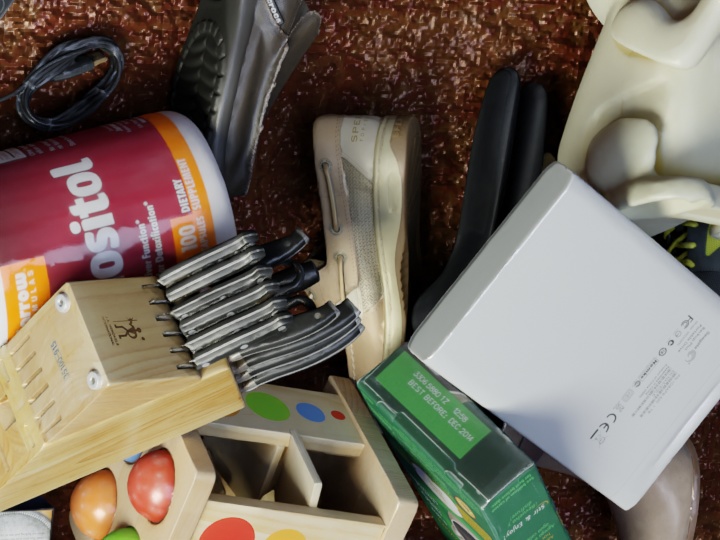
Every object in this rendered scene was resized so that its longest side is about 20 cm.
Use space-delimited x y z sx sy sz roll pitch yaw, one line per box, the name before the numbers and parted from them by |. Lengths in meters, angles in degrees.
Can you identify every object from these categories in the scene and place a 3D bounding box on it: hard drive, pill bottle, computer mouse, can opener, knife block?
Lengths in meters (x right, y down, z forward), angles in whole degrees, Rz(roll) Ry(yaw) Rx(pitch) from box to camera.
hard drive | 0.131 0.040 1.701 0.132 0.027 0.200 -51 131 2
pill bottle | -0.177 -0.011 1.630 0.199 0.113 0.113 -16 111 -21
computer mouse | -0.220 -0.089 1.638 0.200 0.034 0.059 -16 94 -27
can opener | 0.081 -0.021 1.761 0.063 0.078 0.201 39 55 -50
knife block | -0.103 0.052 1.613 0.175 0.064 0.200 -2 150 -43

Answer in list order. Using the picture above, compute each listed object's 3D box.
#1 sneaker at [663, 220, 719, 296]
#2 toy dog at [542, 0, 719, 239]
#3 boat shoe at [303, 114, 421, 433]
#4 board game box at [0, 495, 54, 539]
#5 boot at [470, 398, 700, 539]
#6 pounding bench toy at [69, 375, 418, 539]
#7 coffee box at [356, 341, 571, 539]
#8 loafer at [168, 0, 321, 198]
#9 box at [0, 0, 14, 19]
sneaker | 0.208 -0.016 1.831 0.085 0.074 0.200 42 57 -17
toy dog | 0.185 -0.121 1.760 0.139 0.194 0.201 6 80 -30
boat shoe | 0.000 0.000 1.755 0.064 0.071 0.201 5 115 8
board game box | -0.270 0.191 1.630 0.199 0.035 0.136 0 104 -27
boot | 0.131 0.099 1.829 0.146 0.070 0.201 -2 89 -38
pounding bench toy | -0.090 0.165 1.714 0.156 0.124 0.200 9 119 -27
coffee box | 0.073 0.135 1.749 0.044 0.123 0.200 -40 144 -9
loafer | -0.054 -0.129 1.678 0.071 0.073 0.201 8 101 -26
box | -0.259 -0.212 1.525 0.200 0.122 0.106 40 85 -29
